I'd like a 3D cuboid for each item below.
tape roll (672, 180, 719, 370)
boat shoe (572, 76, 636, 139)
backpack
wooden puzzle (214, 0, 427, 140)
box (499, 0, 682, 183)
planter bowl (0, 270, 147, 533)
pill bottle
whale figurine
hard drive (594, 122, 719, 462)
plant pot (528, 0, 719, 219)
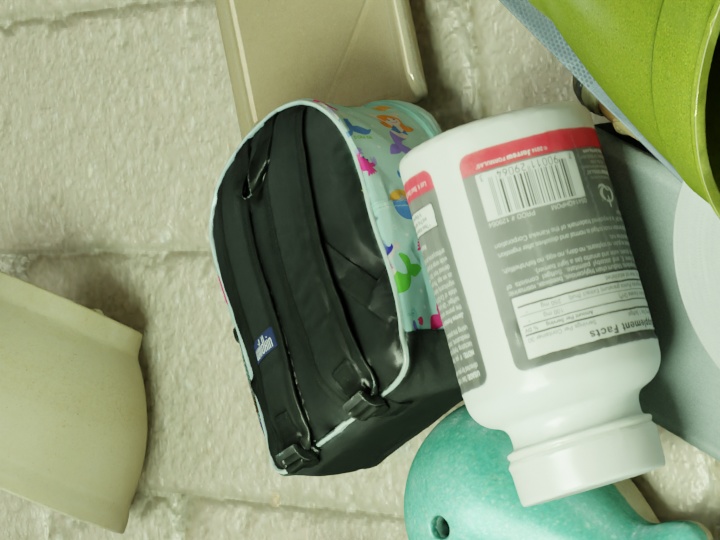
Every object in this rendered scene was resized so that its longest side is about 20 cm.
[{"bbox_3d":[0.253,-0.012,1.258,0.199,0.066,0.202,12,117,24],"label":"tape roll"},{"bbox_3d":[0.182,-0.146,1.375,0.074,0.075,0.201,47,137,26],"label":"boat shoe"},{"bbox_3d":[0.000,0.000,1.540,0.177,0.150,0.201,-42,64,46],"label":"backpack"},{"bbox_3d":[-0.030,-0.179,1.635,0.199,0.037,0.187,-14,87,53],"label":"wooden puzzle"},{"bbox_3d":[0.180,-0.136,1.307,0.200,0.051,0.158,45,124,-3],"label":"box"},{"bbox_3d":[-0.227,0.080,1.805,0.200,0.200,0.136,20,85,45],"label":"planter bowl"},{"bbox_3d":[0.098,0.020,1.414,0.110,0.110,0.201,-23,80,48],"label":"pill bottle"},{"bbox_3d":[0.105,0.149,1.484,0.199,0.103,0.160,27,116,42],"label":"whale figurine"},{"bbox_3d":[0.185,0.020,1.423,0.200,0.033,0.141,32,120,41],"label":"hard drive"},{"bbox_3d":[0.167,-0.135,1.147,0.193,0.199,0.202,40,125,47],"label":"plant pot"}]
